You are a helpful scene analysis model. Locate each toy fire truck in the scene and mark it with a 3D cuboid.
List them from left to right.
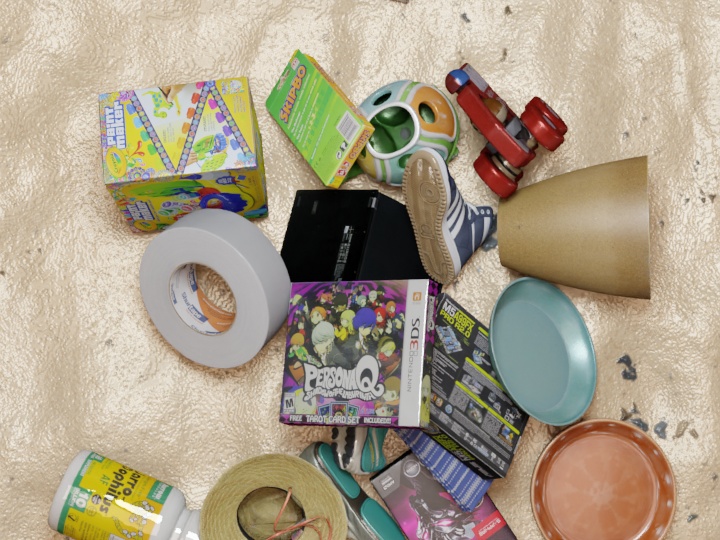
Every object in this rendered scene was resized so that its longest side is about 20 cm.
[{"bbox_3d":[0.176,-0.199,1.678,0.168,0.200,0.112,44,108,-2],"label":"toy fire truck"}]

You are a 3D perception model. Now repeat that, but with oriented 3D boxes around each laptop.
[{"bbox_3d":[0.000,0.000,1.723,0.197,0.116,0.190,2,65,26],"label":"laptop"}]

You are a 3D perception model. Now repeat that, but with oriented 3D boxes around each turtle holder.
[{"bbox_3d":[0.036,-0.182,1.697,0.183,0.132,0.143,1,94,15],"label":"turtle holder"}]

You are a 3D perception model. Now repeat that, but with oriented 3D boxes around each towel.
[{"bbox_3d":[0.116,0.200,1.679,0.200,0.024,0.145,49,58,-15],"label":"towel"}]

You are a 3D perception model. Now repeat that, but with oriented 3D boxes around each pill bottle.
[{"bbox_3d":[-0.299,0.324,1.677,0.198,0.113,0.114,23,87,1],"label":"pill bottle"}]

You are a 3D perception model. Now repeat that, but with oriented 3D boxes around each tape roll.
[{"bbox_3d":[-0.190,0.024,1.664,0.198,0.066,0.203,13,121,23],"label":"tape roll"}]

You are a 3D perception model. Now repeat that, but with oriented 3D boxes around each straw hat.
[{"bbox_3d":[-0.121,0.321,1.688,0.198,0.085,0.204,-3,103,-12],"label":"straw hat"}]

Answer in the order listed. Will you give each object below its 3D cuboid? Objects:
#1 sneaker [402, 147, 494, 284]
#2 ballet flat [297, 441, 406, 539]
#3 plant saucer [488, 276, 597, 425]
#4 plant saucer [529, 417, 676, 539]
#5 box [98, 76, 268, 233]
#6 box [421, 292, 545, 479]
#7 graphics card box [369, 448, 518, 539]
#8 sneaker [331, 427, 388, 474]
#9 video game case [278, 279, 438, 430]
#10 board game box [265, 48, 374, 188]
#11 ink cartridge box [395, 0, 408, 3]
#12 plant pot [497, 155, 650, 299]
[{"bbox_3d":[0.119,-0.093,1.684,0.070,0.202,0.108,18,45,36],"label":"sneaker"},{"bbox_3d":[-0.015,0.320,1.715,0.064,0.067,0.201,-40,87,25],"label":"ballet flat"},{"bbox_3d":[0.234,0.110,1.694,0.198,0.036,0.203,17,62,-34],"label":"plant saucer"},{"bbox_3d":[0.328,0.302,1.729,0.197,0.032,0.203,0,87,0],"label":"plant saucer"},{"bbox_3d":[-0.224,-0.146,1.652,0.190,0.200,0.124,-7,74,-1],"label":"box"},{"bbox_3d":[0.137,0.152,1.663,0.199,0.044,0.161,39,60,-22],"label":"box"},{"bbox_3d":[0.116,0.328,1.714,0.125,0.051,0.201,-33,87,-4],"label":"graphics card box"},{"bbox_3d":[0.010,0.174,1.721,0.079,0.077,0.203,14,79,-34],"label":"sneaker"},{"bbox_3d":[-0.003,0.104,1.593,0.197,0.036,0.184,-1,76,27],"label":"video game case"},{"bbox_3d":[-0.058,-0.205,1.691,0.096,0.030,0.200,-56,49,21],"label":"board game box"},{"bbox_3d":[0.027,-0.487,1.742,0.146,0.086,0.203,17,85,1],"label":"ink cartridge box"},{"bbox_3d":[0.284,-0.056,1.690,0.197,0.186,0.189,0,87,14],"label":"plant pot"}]
